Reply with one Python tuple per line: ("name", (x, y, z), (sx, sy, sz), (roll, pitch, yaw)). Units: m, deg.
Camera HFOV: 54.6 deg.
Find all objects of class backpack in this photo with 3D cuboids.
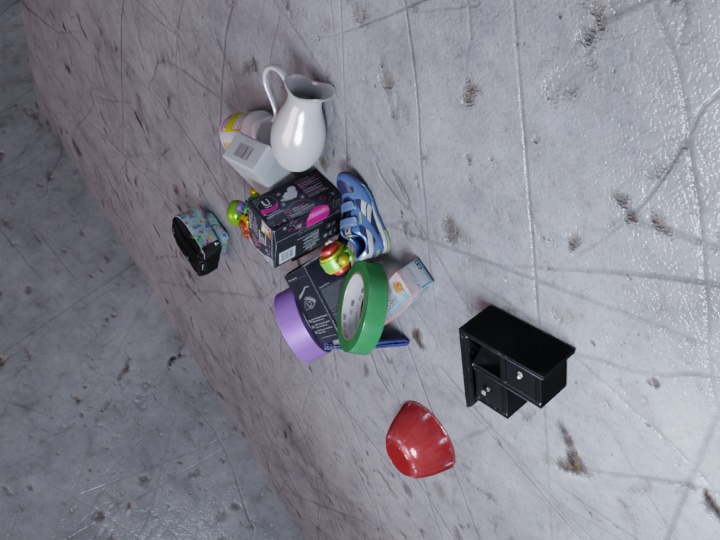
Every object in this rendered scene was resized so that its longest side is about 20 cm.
("backpack", (-0.539, -0.108, 2.322), (0.200, 0.150, 0.178), (45, 147, 12))

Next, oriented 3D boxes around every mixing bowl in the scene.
("mixing bowl", (0.134, 0.448, 1.768), (0.199, 0.107, 0.203), (38, 145, 34))

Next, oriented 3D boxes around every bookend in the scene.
("bookend", (0.289, 0.202, 1.297), (0.198, 0.091, 0.203), (30, 140, 44))

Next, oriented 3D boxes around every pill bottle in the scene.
("pill bottle", (-0.261, -0.334, 1.701), (0.199, 0.103, 0.106), (14, 128, 54))

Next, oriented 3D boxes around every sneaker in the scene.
("sneaker", (-0.009, -0.116, 1.509), (0.074, 0.081, 0.203), (-15, 102, 63))

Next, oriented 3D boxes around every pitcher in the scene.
("pitcher", (-0.147, -0.328, 1.494), (0.170, 0.121, 0.202), (35, 139, 16))

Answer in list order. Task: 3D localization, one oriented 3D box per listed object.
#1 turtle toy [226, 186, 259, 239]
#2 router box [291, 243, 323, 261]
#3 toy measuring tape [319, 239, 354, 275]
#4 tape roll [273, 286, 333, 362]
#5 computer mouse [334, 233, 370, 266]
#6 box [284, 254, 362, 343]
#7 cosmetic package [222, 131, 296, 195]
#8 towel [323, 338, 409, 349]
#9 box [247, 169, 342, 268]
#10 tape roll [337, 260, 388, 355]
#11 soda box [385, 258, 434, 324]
("turtle toy", (-0.274, -0.135, 1.800), (0.199, 0.100, 0.148), (29, 139, 48))
("router box", (-0.184, -0.133, 1.814), (0.203, 0.051, 0.149), (62, 154, -3))
("toy measuring tape", (-0.068, -0.031, 1.582), (0.075, 0.073, 0.200), (68, 167, -16))
("tape roll", (-0.149, 0.138, 1.842), (0.202, 0.065, 0.201), (57, -165, -23))
("computer mouse", (0.000, 0.000, 1.641), (0.203, 0.043, 0.109), (62, 151, -2))
("box", (-0.083, 0.065, 1.731), (0.203, 0.103, 0.147), (63, 152, -4))
("cosmetic package", (-0.223, -0.230, 1.626), (0.100, 0.072, 0.200), (27, 170, 26))
("towel", (0.013, 0.177, 1.696), (0.199, 0.142, 0.024), (-12, 79, 61))
("box", (-0.152, -0.121, 1.616), (0.115, 0.198, 0.133), (46, 149, 27))
("tape roll", (0.003, 0.081, 1.530), (0.200, 0.047, 0.205), (-169, 90, -71))
("soda box", (0.084, 0.052, 1.524), (0.064, 0.068, 0.200), (55, 152, 9))
